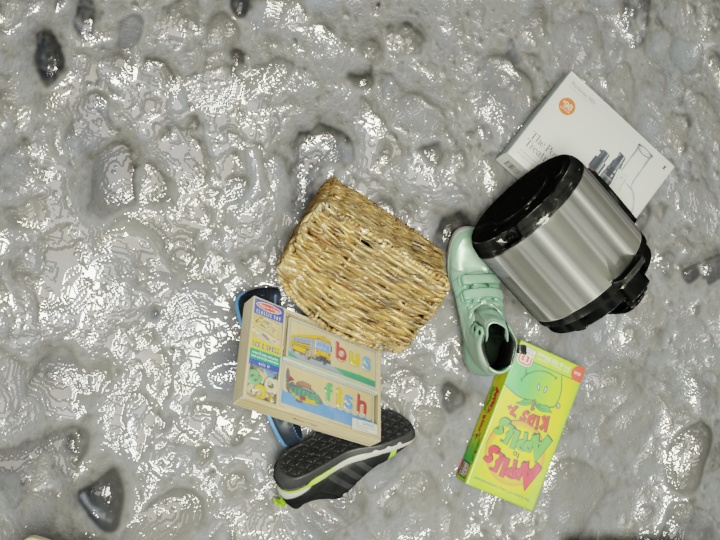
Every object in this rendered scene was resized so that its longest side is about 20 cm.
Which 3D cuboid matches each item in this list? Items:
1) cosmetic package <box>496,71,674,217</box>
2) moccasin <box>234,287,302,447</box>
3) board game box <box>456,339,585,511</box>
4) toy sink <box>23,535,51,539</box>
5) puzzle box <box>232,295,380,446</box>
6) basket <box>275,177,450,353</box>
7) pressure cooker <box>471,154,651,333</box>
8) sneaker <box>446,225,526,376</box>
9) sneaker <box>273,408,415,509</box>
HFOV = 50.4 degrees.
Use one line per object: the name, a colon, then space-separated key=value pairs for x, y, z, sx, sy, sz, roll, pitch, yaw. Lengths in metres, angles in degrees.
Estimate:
cosmetic package: x=0.311 y=-0.149 z=1.060 sx=0.200 sy=0.052 sz=0.151 roll=40 pitch=80 yaw=-6
moccasin: x=-0.101 y=0.118 z=0.960 sx=0.068 sy=0.080 sz=0.202 roll=-17 pitch=91 yaw=-3
board game box: x=0.215 y=0.204 z=1.027 sx=0.101 sy=0.048 sz=0.202 roll=23 pitch=84 yaw=-8
toy sink: x=-0.356 y=0.403 z=0.890 sx=0.129 sy=0.112 sz=0.202 roll=24 pitch=89 yaw=-8
puzzle box: x=-0.057 y=0.124 z=0.929 sx=0.199 sy=0.025 sz=0.134 roll=24 pitch=49 yaw=-31
basket: x=0.000 y=0.000 z=0.982 sx=0.199 sy=0.149 sz=0.143 roll=32 pitch=107 yaw=-8
pressure cooker: x=0.259 y=-0.020 z=0.963 sx=0.178 sy=0.176 sz=0.200 roll=-38 pitch=102 yaw=29
sneaker: x=0.165 y=0.037 z=0.991 sx=0.073 sy=0.118 sz=0.203 roll=-8 pitch=87 yaw=-8
sneaker: x=-0.023 y=0.245 z=0.988 sx=0.198 sy=0.072 sz=0.083 roll=-17 pitch=127 yaw=-17
